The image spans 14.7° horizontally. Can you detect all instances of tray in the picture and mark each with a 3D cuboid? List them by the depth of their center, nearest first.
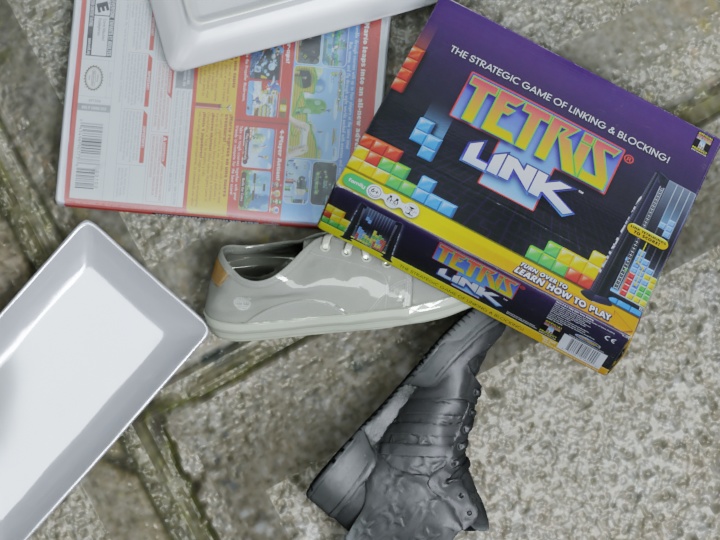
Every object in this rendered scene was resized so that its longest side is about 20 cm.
[{"bbox_3d":[-0.196,0.076,1.729,0.107,0.022,0.200,41,85,2],"label":"tray"},{"bbox_3d":[-0.036,-0.200,1.739,0.199,0.022,0.108,-15,75,-6],"label":"tray"}]

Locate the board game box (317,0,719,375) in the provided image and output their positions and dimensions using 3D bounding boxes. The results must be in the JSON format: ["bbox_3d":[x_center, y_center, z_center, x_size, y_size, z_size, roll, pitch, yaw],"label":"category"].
[{"bbox_3d":[0.099,-0.053,1.696,0.200,0.057,0.166,27,59,1],"label":"board game box"}]

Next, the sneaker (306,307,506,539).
[{"bbox_3d":[0.046,0.122,1.713,0.104,0.060,0.200,42,89,2],"label":"sneaker"}]

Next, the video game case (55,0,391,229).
[{"bbox_3d":[-0.086,-0.103,1.750,0.199,0.017,0.144,5,85,0],"label":"video game case"}]

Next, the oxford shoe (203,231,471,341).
[{"bbox_3d":[0.000,0.000,1.711,0.199,0.075,0.058,-7,111,2],"label":"oxford shoe"}]
